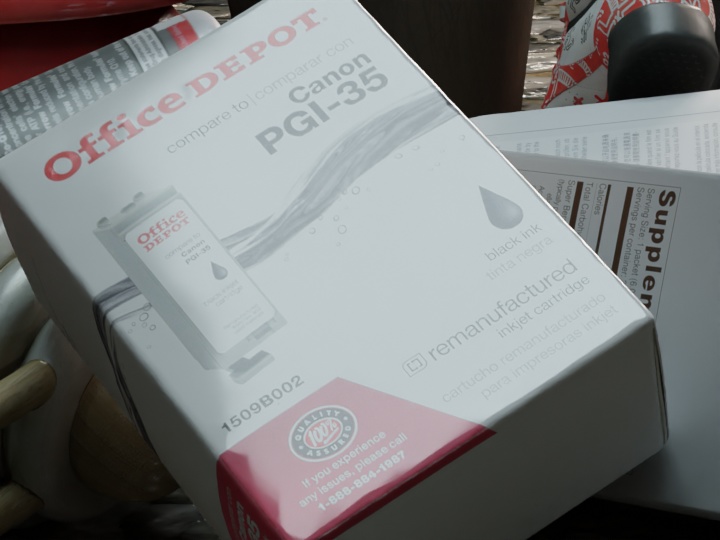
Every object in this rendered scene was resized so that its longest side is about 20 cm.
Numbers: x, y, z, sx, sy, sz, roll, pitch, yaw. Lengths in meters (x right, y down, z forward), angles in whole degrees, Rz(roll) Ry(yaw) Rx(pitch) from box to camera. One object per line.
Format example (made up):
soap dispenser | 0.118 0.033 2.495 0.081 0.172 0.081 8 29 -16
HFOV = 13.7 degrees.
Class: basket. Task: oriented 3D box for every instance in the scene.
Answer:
basket | 0.012 -0.093 1.525 0.180 0.200 0.136 -6 12 -21

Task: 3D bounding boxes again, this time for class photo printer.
photo printer | 0.110 -0.012 1.335 0.200 0.069 0.166 -6 33 8

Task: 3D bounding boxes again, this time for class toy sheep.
toy sheep | -0.142 0.035 1.140 0.200 0.138 0.138 26 25 27

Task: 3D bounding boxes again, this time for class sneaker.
sneaker | 0.120 -0.092 1.476 0.067 0.201 0.108 9 53 -14

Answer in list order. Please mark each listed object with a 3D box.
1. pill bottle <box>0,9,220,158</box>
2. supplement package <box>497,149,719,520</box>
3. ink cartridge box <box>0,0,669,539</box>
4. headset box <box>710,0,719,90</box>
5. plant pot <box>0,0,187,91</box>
pill bottle | -0.140 -0.032 1.376 0.200 0.114 0.114 -23 16 -7
supplement package | 0.105 0.025 1.093 0.200 0.120 0.121 8 -3 37
ink cartridge box | -0.013 0.011 1.016 0.146 0.083 0.200 -33 56 -13
headset box | 0.180 -0.081 1.556 0.075 0.149 0.200 3 11 -8
plant pot | -0.168 -0.078 1.543 0.200 0.183 0.200 -4 13 1
